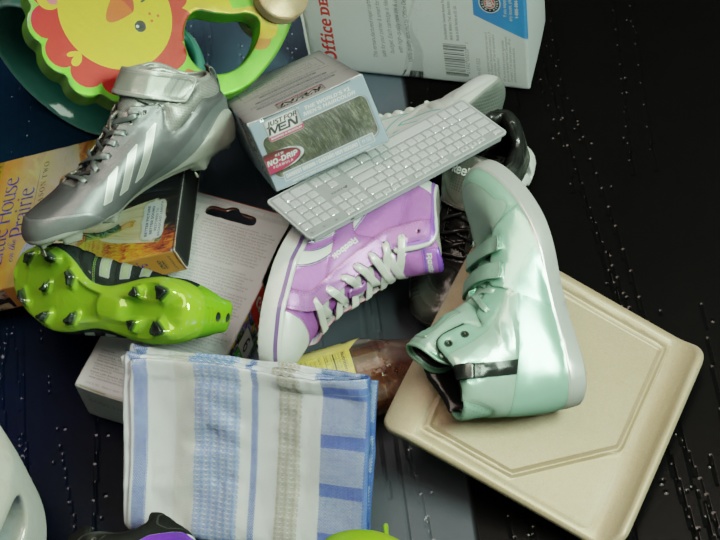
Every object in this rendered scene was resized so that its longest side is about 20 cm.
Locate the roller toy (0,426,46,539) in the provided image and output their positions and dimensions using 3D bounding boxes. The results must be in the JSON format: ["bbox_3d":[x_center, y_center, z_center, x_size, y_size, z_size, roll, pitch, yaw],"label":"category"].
[{"bbox_3d":[-0.335,0.180,1.362,0.181,0.140,0.201,-18,56,-5],"label":"roller toy"}]

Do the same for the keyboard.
[{"bbox_3d":[0.022,-0.080,1.428,0.199,0.011,0.056,-29,56,-27],"label":"keyboard"}]

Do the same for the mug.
[{"bbox_3d":[-0.215,-0.200,1.591,0.185,0.152,0.115,41,63,-9],"label":"mug"}]

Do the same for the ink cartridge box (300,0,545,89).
[{"bbox_3d":[0.053,-0.239,1.571,0.198,0.147,0.086,9,57,13],"label":"ink cartridge box"}]

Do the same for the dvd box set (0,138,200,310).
[{"bbox_3d":[-0.229,-0.046,1.523,0.198,0.029,0.147,-11,50,19],"label":"dvd box set"}]

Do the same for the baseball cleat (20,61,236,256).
[{"bbox_3d":[-0.192,-0.099,1.437,0.199,0.107,0.069,-33,28,-28],"label":"baseball cleat"}]

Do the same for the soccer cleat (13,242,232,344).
[{"bbox_3d":[-0.188,0.023,1.425,0.199,0.081,0.068,13,92,36],"label":"soccer cleat"}]

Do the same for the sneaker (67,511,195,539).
[{"bbox_3d":[-0.207,0.245,1.352,0.199,0.070,0.100,-28,50,-12],"label":"sneaker"}]

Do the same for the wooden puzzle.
[{"bbox_3d":[0.140,0.092,1.394,0.199,0.037,0.186,27,64,4],"label":"wooden puzzle"}]

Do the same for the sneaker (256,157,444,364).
[{"bbox_3d":[0.000,-0.001,1.407,0.113,0.073,0.202,18,63,16],"label":"sneaker"}]

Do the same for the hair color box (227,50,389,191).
[{"bbox_3d":[-0.050,-0.125,1.494,0.098,0.061,0.200,-24,15,-5],"label":"hair color box"}]

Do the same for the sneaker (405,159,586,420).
[{"bbox_3d":[0.084,0.014,1.356,0.117,0.074,0.202,-10,69,-20],"label":"sneaker"}]

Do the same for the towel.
[{"bbox_3d":[-0.086,0.136,1.370,0.198,0.024,0.148,6,102,14],"label":"towel"}]

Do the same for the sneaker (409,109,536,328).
[{"bbox_3d":[0.085,-0.049,1.479,0.066,0.091,0.201,17,61,19],"label":"sneaker"}]

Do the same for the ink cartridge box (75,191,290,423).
[{"bbox_3d":[-0.135,0.036,1.481,0.108,0.051,0.201,15,60,18],"label":"ink cartridge box"}]

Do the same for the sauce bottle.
[{"bbox_3d":[-0.008,0.088,1.422,0.198,0.066,0.066,-14,56,-8],"label":"sauce bottle"}]

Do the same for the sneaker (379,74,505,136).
[{"bbox_3d":[0.036,-0.109,1.538,0.200,0.071,0.080,-38,58,-15],"label":"sneaker"}]

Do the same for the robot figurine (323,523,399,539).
[{"bbox_3d":[-0.022,0.264,1.278,0.175,0.116,0.200,32,67,34],"label":"robot figurine"}]

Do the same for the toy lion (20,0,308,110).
[{"bbox_3d":[-0.168,-0.207,1.499,0.199,0.069,0.193,35,70,-11],"label":"toy lion"}]
